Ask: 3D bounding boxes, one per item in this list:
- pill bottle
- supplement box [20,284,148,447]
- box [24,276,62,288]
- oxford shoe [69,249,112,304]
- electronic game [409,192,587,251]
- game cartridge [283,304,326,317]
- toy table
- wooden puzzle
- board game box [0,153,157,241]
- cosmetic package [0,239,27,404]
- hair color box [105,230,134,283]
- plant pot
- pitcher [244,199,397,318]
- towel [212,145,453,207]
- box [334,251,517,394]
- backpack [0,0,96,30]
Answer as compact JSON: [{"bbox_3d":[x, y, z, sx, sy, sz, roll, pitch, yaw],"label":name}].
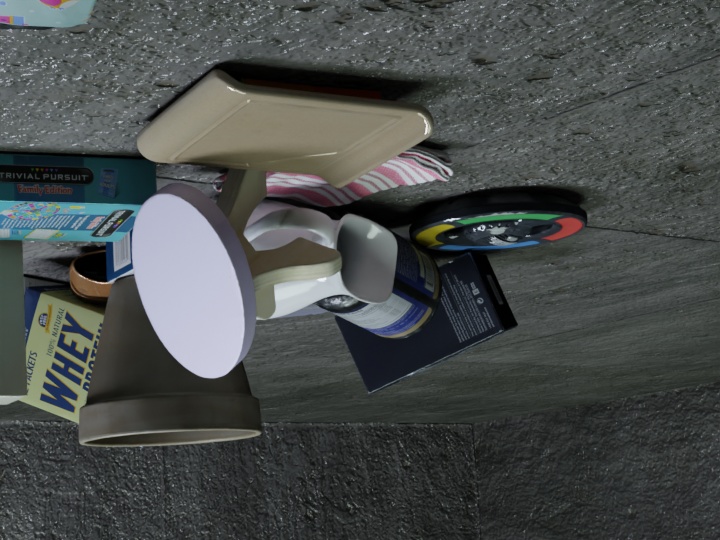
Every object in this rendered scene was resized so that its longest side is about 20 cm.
[{"bbox_3d":[0.000,0.000,1.787,0.111,0.113,0.200,-10,159,28],"label":"pill bottle"},{"bbox_3d":[-0.290,0.109,1.979,0.199,0.135,0.200,18,-173,18],"label":"supplement box"},{"bbox_3d":[-0.430,0.046,2.121,0.144,0.037,0.200,-10,167,28],"label":"box"},{"bbox_3d":[-0.239,0.004,1.890,0.199,0.072,0.071,-4,159,-6],"label":"oxford shoe"},{"bbox_3d":[0.153,-0.049,1.814,0.198,0.042,0.200,-4,169,-1],"label":"electronic game"},{"bbox_3d":[-0.090,0.036,1.975,0.199,0.039,0.129,-4,168,-41],"label":"game cartridge"},{"bbox_3d":[-0.123,-0.011,1.495,0.183,0.201,0.117,29,-135,19],"label":"toy table"},{"bbox_3d":[-0.065,-0.121,1.367,0.199,0.038,0.185,8,162,-28],"label":"wooden puzzle"},{"bbox_3d":[-0.307,-0.067,1.532,0.199,0.047,0.151,0,168,-23],"label":"board game box"},{"bbox_3d":[-0.389,0.030,1.607,0.103,0.201,0.073,1,169,-29],"label":"cosmetic package"},{"bbox_3d":[-0.170,-0.020,1.793,0.199,0.061,0.100,3,168,-30],"label":"hair color box"},{"bbox_3d":[-0.208,0.098,1.769,0.198,0.175,0.200,-3,169,-1],"label":"plant pot"},{"bbox_3d":[-0.087,-0.021,1.622,0.199,0.122,0.171,-1,157,30],"label":"pitcher"},{"bbox_3d":[-0.028,-0.090,1.562,0.146,0.030,0.199,8,165,-44],"label":"towel"},{"bbox_3d":[0.085,0.063,1.996,0.181,0.105,0.200,-25,175,10],"label":"box"},{"bbox_3d":[-0.161,-0.187,0.740,0.166,0.128,0.200,4,164,-22],"label":"backpack"}]
